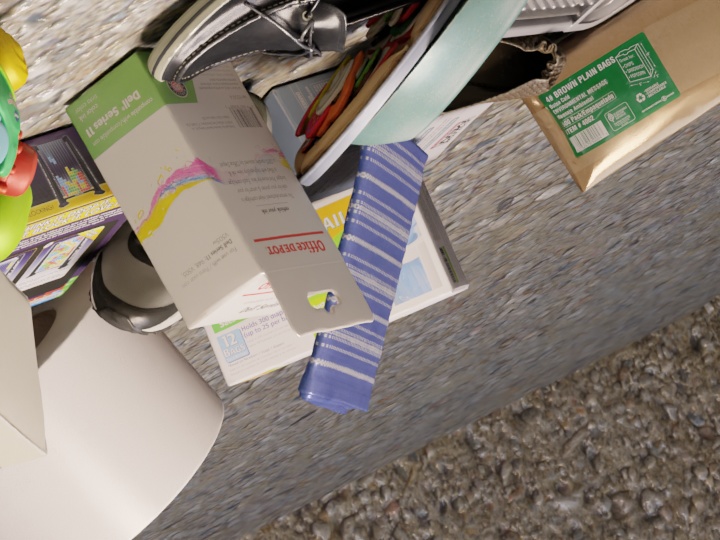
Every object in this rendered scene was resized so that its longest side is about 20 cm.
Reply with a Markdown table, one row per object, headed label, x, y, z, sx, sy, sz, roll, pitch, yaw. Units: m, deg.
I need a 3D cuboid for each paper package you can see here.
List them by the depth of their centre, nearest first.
| label | x | y | z | sx | sy | sz | roll | pitch | yaw |
| --- | --- | --- | --- | --- | --- | --- | --- | --- | --- |
| paper package | 0.230 | -0.165 | 2.027 | 0.200 | 0.104 | 0.191 | -32 | -176 | 10 |

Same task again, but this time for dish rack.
| label | x | y | z | sx | sy | sz | roll | pitch | yaw |
| --- | --- | --- | --- | --- | --- | --- | --- | --- | --- |
| dish rack | 0.175 | -0.230 | 1.837 | 0.171 | 0.044 | 0.200 | -36 | 168 | 32 |

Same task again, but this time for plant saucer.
| label | x | y | z | sx | sy | sz | roll | pitch | yaw |
| --- | --- | --- | --- | --- | --- | --- | --- | --- | --- |
| plant saucer | 0.063 | -0.152 | 1.665 | 0.200 | 0.036 | 0.200 | -52 | -174 | 8 |

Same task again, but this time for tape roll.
| label | x | y | z | sx | sy | sz | roll | pitch | yaw |
| --- | --- | --- | --- | --- | --- | --- | --- | --- | --- |
| tape roll | -0.216 | 0.112 | 1.861 | 0.202 | 0.139 | 0.203 | -35 | -162 | 13 |

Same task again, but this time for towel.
| label | x | y | z | sx | sy | sz | roll | pitch | yaw |
| --- | --- | --- | --- | --- | --- | --- | --- | --- | --- |
| towel | 0.000 | 0.000 | 1.816 | 0.024 | 0.201 | 0.145 | 12 | 176 | 16 |

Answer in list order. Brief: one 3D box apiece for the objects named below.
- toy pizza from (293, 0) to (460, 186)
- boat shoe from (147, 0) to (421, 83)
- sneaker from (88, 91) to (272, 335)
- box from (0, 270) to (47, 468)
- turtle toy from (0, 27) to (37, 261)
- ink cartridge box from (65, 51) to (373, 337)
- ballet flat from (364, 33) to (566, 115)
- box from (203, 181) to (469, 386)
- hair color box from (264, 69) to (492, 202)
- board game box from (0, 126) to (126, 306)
| label | x | y | z | sx | sy | sz | roll | pitch | yaw |
| --- | --- | --- | --- | --- | --- | --- | --- | --- | --- |
| toy pizza | 0.011 | -0.139 | 1.661 | 0.200 | 0.032 | 0.200 | -52 | -174 | 8 |
| boat shoe | -0.034 | -0.157 | 1.551 | 0.199 | 0.062 | 0.075 | -27 | 171 | -14 |
| sneaker | -0.119 | -0.042 | 1.716 | 0.200 | 0.074 | 0.079 | -59 | 170 | -34 |
| box | -0.299 | 0.065 | 1.504 | 0.199 | 0.109 | 0.128 | -16 | 153 | 10 |
| turtle toy | -0.228 | -0.057 | 1.363 | 0.145 | 0.101 | 0.200 | -31 | 170 | 2 |
| ink cartridge box | -0.085 | -0.034 | 1.595 | 0.067 | 0.201 | 0.117 | -35 | 168 | 24 |
| ballet flat | 0.075 | -0.141 | 1.848 | 0.199 | 0.068 | 0.046 | -9 | -174 | -41 |
| box | -0.030 | 0.004 | 2.076 | 0.199 | 0.113 | 0.101 | -24 | 178 | 9 |
| hair color box | -0.001 | -0.105 | 1.881 | 0.200 | 0.061 | 0.099 | -20 | 165 | -41 |
| board game box | -0.248 | -0.015 | 1.635 | 0.200 | 0.057 | 0.165 | -21 | 164 | -40 |
